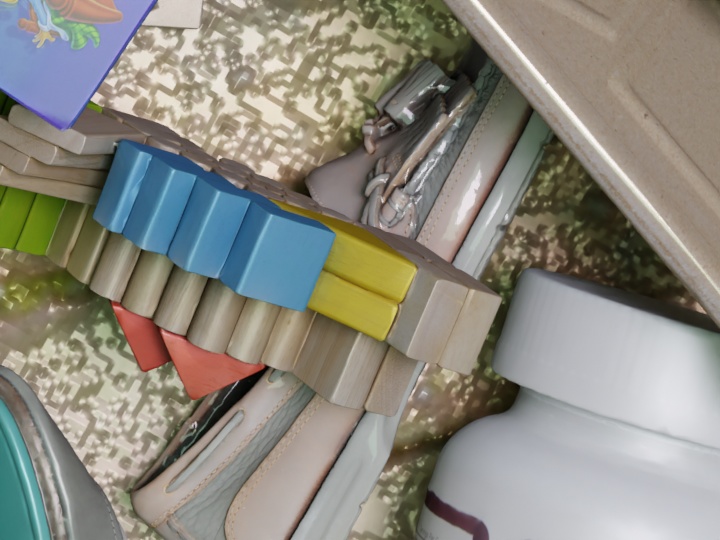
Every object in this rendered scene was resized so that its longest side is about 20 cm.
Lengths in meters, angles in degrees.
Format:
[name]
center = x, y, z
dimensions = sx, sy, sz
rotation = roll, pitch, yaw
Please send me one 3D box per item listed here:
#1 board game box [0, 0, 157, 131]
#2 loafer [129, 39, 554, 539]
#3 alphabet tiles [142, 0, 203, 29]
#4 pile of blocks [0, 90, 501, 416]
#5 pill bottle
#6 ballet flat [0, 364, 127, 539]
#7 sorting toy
[board game box]
center = -0.041, -0.139, 0.712
dimensions = 0.045, 0.134, 0.200
rotation = 33, 95, -12
[loafer]
center = 0.000, 0.000, 0.784
dimensions = 0.063, 0.072, 0.200
rotation = 26, 95, -3
[alphabet tiles]
center = -0.105, -0.158, 0.780
dimensions = 0.199, 0.006, 0.167
rotation = 4, 95, -9
[pile of blocks]
center = -0.064, -0.006, 0.735
dimensions = 0.200, 0.082, 0.062
rotation = 25, 99, 16
[pill bottle]
center = 0.063, 0.108, 0.782
dimensions = 0.109, 0.110, 0.201
rotation = 15, 94, -10
[ballet flat]
center = -0.084, 0.122, 0.792
dimensions = 0.064, 0.067, 0.201
rotation = -13, 101, -45
[sorting toy]
center = 0.084, -0.083, 0.747
dimensions = 0.036, 0.185, 0.200
rotation = -27, 106, 40
